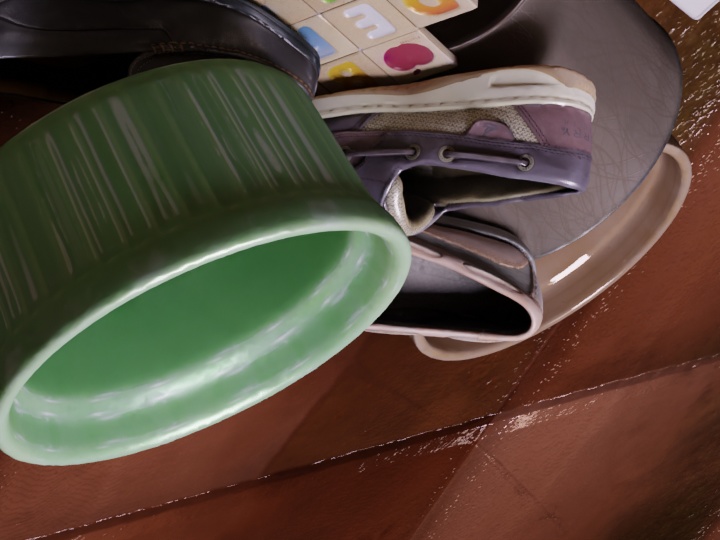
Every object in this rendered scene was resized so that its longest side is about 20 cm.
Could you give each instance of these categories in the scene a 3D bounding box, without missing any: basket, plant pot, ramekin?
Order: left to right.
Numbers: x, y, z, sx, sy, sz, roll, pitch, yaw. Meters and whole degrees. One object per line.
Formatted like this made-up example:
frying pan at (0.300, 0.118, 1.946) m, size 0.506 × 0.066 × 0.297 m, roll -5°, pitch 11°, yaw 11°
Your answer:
ramekin at (-0.087, -0.005, 0.953) m, size 0.200 × 0.098 × 0.200 m, roll -24°, pitch 160°, yaw -9°
basket at (0.070, -0.117, 1.126) m, size 0.180 × 0.136 × 0.200 m, roll -45°, pitch 150°, yaw -3°
plant pot at (0.095, -0.042, 1.312) m, size 0.201 × 0.093 × 0.201 m, roll -27°, pitch 156°, yaw -13°

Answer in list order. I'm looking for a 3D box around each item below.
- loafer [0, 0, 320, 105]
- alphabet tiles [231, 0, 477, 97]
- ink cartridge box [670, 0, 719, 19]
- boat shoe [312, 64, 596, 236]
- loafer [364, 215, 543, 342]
loafer at (-0.108, -0.090, 0.963) m, size 0.200 × 0.072 × 0.073 m, roll 10°, pitch 148°, yaw -27°
alphabet tiles at (-0.051, -0.129, 0.976) m, size 0.166 × 0.006 × 0.200 m, roll -17°, pitch 144°, yaw 32°
ink cartridge box at (0.168, -0.227, 1.098) m, size 0.146 × 0.085 × 0.200 m, roll -42°, pitch 154°, yaw 16°
boat shoe at (0.019, -0.049, 1.041) m, size 0.200 × 0.065 × 0.072 m, roll -10°, pitch 157°, yaw 22°
loafer at (0.000, 0.000, 1.117) m, size 0.200 × 0.063 × 0.072 m, roll 7°, pitch 115°, yaw -12°
